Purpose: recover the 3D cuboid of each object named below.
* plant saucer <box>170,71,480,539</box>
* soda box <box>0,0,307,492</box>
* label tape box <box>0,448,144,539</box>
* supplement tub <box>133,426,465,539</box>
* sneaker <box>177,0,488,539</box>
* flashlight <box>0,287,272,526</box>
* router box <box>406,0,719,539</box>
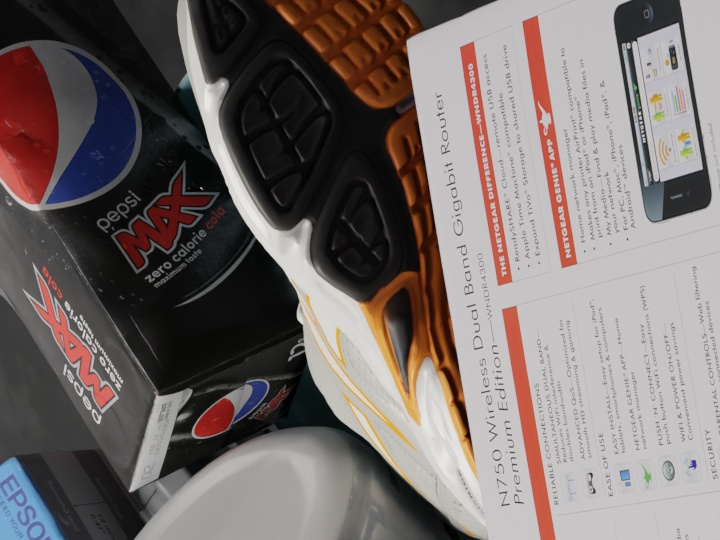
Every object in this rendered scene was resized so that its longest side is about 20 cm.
[{"bbox_3d":[0.015,0.011,0.931,0.200,0.027,0.201,36,146,29],"label":"plant saucer"},{"bbox_3d":[-0.093,-0.034,0.952,0.200,0.063,0.071,55,153,21],"label":"soda box"},{"bbox_3d":[-0.055,0.135,1.049,0.066,0.200,0.144,-39,73,23],"label":"label tape box"},{"bbox_3d":[0.017,0.152,0.919,0.200,0.123,0.122,45,154,-24],"label":"supplement tub"},{"bbox_3d":[0.000,0.000,0.846,0.201,0.076,0.092,59,154,-7],"label":"sneaker"},{"bbox_3d":[-0.085,0.022,1.018,0.200,0.067,0.068,52,149,16],"label":"flashlight"},{"bbox_3d":[0.092,0.018,0.733,0.179,0.049,0.201,-15,83,58],"label":"router box"}]
